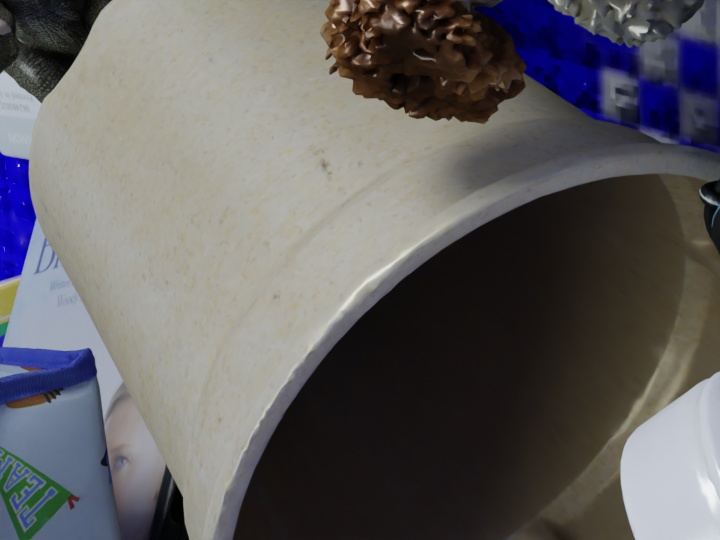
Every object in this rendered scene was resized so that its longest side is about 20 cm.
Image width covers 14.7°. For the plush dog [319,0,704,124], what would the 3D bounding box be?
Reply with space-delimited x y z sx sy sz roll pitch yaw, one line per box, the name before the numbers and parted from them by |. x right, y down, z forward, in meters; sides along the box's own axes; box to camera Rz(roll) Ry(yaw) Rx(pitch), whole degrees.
plush dog | 0.028 -0.135 0.687 0.160 0.172 0.201 11 122 1

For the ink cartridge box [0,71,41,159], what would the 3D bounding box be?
ink cartridge box | -0.085 -0.134 0.957 0.160 0.047 0.201 9 117 46

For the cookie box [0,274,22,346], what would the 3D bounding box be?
cookie box | -0.159 0.117 1.052 0.075 0.171 0.201 -16 95 48

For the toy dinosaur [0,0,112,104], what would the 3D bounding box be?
toy dinosaur | -0.106 -0.092 0.898 0.077 0.200 0.102 -40 54 6

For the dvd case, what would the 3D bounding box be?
dvd case | -0.092 0.051 0.972 0.142 0.018 0.201 -15 56 51

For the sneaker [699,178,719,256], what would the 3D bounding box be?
sneaker | 0.133 -0.031 0.711 0.078 0.090 0.201 22 122 41

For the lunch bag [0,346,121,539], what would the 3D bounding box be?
lunch bag | -0.171 0.111 0.891 0.200 0.124 0.171 5 104 48

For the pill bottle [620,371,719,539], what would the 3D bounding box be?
pill bottle | 0.160 0.019 0.637 0.200 0.111 0.111 -37 77 27

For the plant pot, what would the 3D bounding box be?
plant pot | 0.000 0.000 0.822 0.184 0.200 0.201 48 138 40
